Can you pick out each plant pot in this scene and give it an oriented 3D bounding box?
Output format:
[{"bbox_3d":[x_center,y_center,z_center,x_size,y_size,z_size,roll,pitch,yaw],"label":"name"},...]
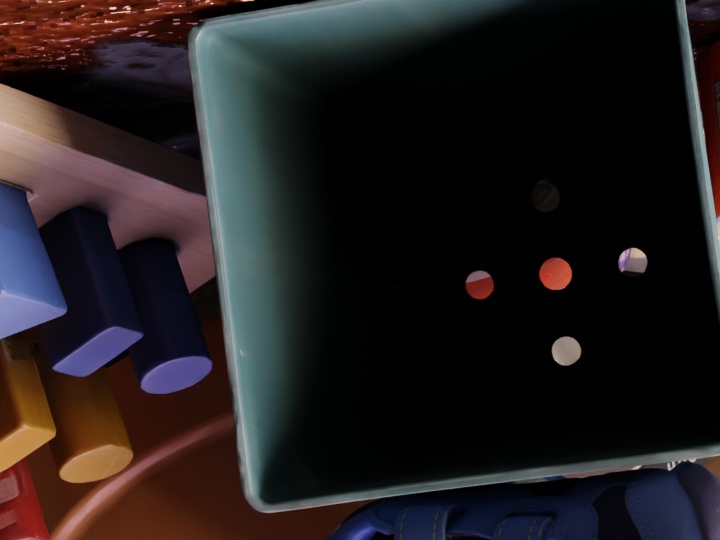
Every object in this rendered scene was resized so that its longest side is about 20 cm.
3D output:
[{"bbox_3d":[0.047,-0.004,0.740,0.141,0.141,0.200,-8,174,11],"label":"plant pot"},{"bbox_3d":[-0.022,0.127,0.862,0.200,0.140,0.200,-16,142,-13],"label":"plant pot"}]

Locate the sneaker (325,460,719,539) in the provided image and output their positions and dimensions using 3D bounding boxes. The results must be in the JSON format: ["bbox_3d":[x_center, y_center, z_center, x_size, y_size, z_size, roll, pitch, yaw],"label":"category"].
[{"bbox_3d":[0.049,0.096,0.685,0.082,0.074,0.200,-6,177,-22],"label":"sneaker"}]

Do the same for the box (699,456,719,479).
[{"bbox_3d":[0.048,0.120,1.007,0.163,0.021,0.200,-40,-150,-30],"label":"box"}]

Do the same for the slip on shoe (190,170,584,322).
[{"bbox_3d":[0.000,0.000,0.901,0.200,0.074,0.061,-14,145,17],"label":"slip on shoe"}]

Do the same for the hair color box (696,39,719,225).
[{"bbox_3d":[0.189,-0.064,0.691,0.111,0.064,0.200,-3,171,-15],"label":"hair color box"}]

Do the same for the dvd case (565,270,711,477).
[{"bbox_3d":[0.107,0.055,1.031,0.150,0.025,0.200,7,-150,46],"label":"dvd case"}]

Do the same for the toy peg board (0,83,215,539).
[{"bbox_3d":[-0.146,0.042,0.738,0.199,0.098,0.200,-33,152,24],"label":"toy peg board"}]

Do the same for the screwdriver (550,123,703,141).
[{"bbox_3d":[0.165,-0.050,0.862,0.200,0.028,0.029,-6,142,-10],"label":"screwdriver"}]

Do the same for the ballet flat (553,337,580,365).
[{"bbox_3d":[0.057,0.009,1.027,0.067,0.064,0.200,-32,-163,1],"label":"ballet flat"}]

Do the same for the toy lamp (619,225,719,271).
[{"bbox_3d":[0.177,-0.015,1.001,0.200,0.058,0.058,-2,170,-27],"label":"toy lamp"}]

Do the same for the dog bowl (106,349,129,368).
[{"bbox_3d":[-0.067,0.073,1.029,0.200,0.079,0.200,-36,172,-6],"label":"dog bowl"}]

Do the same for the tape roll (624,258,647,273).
[{"bbox_3d":[0.159,0.088,1.164,0.200,0.200,0.066,-8,170,10],"label":"tape roll"}]
